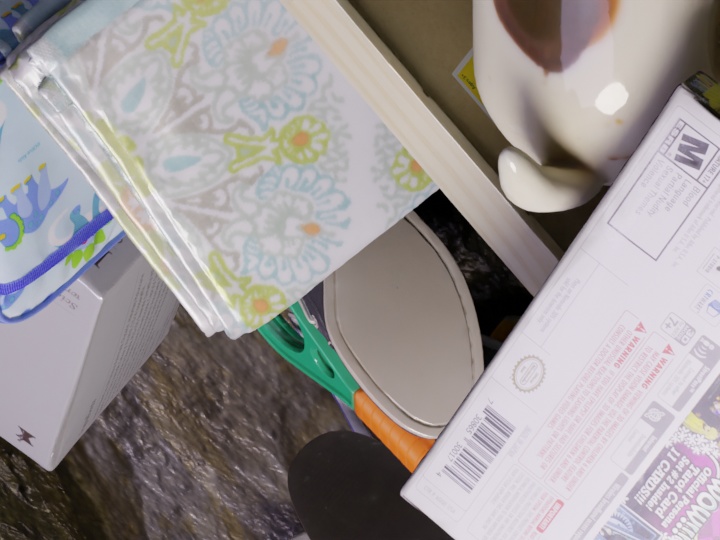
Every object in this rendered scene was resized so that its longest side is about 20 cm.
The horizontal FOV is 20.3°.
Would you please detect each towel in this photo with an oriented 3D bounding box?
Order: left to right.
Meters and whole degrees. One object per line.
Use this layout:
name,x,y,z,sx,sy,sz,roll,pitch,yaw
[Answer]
towel,-0.035,-0.088,0.883,0.172,0.200,0.048,55,174,-25

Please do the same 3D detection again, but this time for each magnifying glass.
magnifying glass,-0.010,0.052,1.075,0.200,0.022,0.080,48,159,25

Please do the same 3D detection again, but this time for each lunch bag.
lunch bag,-0.138,-0.082,0.955,0.082,0.200,0.161,28,140,26

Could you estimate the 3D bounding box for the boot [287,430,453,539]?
boot,0.036,0.164,1.091,0.200,0.074,0.076,39,167,33

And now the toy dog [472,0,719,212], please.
toy dog,0.079,-0.141,0.722,0.139,0.194,0.201,26,150,36

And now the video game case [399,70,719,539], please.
video game case,0.136,0.061,0.720,0.181,0.036,0.200,37,117,10

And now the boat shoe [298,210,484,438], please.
boat shoe,0.000,0.000,0.999,0.201,0.072,0.063,59,167,18

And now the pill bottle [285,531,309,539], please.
pill bottle,-0.002,0.268,1.283,0.114,0.114,0.201,14,137,30

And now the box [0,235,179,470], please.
box,-0.201,-0.027,1.127,0.198,0.131,0.200,35,144,5

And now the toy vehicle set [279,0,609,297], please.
toy vehicle set,0.068,-0.080,0.844,0.200,0.124,0.026,48,143,-12

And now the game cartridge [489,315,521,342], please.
game cartridge,0.171,0.112,1.037,0.176,0.032,0.201,4,130,39

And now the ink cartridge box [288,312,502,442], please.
ink cartridge box,0.061,0.109,1.095,0.200,0.043,0.199,20,143,57
